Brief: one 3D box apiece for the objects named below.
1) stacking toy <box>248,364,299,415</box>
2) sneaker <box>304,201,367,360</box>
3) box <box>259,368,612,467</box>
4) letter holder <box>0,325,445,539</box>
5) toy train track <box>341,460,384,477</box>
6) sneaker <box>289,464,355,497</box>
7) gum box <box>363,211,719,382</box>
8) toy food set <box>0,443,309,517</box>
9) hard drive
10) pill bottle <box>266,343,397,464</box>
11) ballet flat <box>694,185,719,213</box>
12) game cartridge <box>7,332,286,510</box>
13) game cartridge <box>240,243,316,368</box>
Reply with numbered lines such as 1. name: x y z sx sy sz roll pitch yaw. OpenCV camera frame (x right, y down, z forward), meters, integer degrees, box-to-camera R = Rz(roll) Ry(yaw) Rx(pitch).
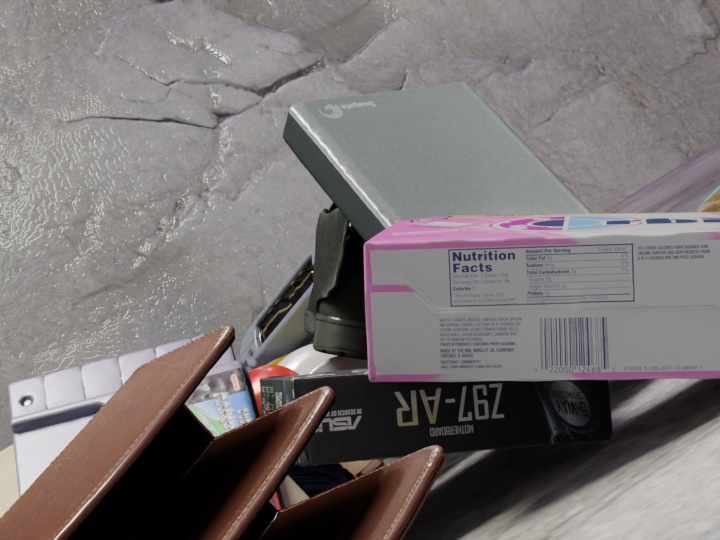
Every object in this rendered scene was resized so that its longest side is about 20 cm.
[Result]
1. stacking toy: -0.113 0.128 0.938 0.200 0.086 0.085 -39 1 -10
2. sneaker: -0.003 0.000 1.019 0.059 0.105 0.200 7 4 -3
3. box: 0.032 0.073 0.836 0.159 0.044 0.200 -4 -3 -9
4. letter holder: -0.073 0.115 0.597 0.142 0.101 0.200 -28 17 44
5. toy train track: 0.015 0.117 0.962 0.114 0.033 0.200 14 45 45
6. sneaker: -0.082 0.174 0.846 0.199 0.076 0.078 -33 16 4
7. gum box: 0.097 0.010 0.731 0.198 0.067 0.113 -1 7 9
8. toy food set: -0.116 0.139 0.812 0.143 0.061 0.200 -30 44 -23
9. hard drive: 0.060 -0.036 0.901 0.139 0.200 0.033 -11 -44 -33
10. pill bottle: -0.026 0.109 1.095 0.111 0.112 0.200 -30 0 -14
11. ballet flat: 0.214 0.000 0.931 0.199 0.068 0.072 -31 22 -19
12. game cartridge: -0.105 0.114 0.766 0.129 0.039 0.201 -17 41 -4
13. game cartridge: 0.000 0.030 1.191 0.132 0.041 0.200 8 -30 -23
